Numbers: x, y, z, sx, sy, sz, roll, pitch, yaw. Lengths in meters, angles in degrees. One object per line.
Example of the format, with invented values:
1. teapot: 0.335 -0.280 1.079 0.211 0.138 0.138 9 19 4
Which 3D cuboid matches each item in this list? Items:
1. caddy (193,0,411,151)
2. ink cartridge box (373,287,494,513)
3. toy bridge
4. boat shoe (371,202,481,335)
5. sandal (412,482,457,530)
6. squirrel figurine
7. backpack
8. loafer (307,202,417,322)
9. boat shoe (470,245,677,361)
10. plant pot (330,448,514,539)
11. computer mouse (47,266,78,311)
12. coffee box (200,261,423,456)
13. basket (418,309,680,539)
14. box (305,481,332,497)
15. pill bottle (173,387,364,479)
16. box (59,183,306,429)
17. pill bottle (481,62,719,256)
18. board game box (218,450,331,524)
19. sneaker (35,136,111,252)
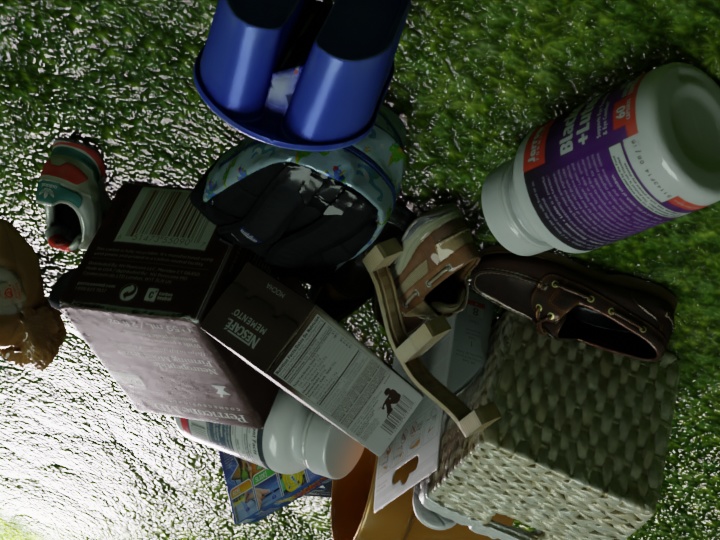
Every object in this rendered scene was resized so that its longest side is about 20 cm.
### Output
1. caddy: -0.043 -0.168 1.005 0.141 0.200 0.105 20 130 0
2. ink cartridge box: 0.075 0.136 1.358 0.050 0.201 0.162 16 149 -17
3. toy bridge: 0.056 0.065 1.241 0.200 0.027 0.067 59 144 13
4. boat shoe: 0.065 0.017 1.290 0.072 0.076 0.200 53 154 19
5. sandal: 0.098 0.191 1.419 0.079 0.207 0.059 27 144 3
6. squirrel figurine: -0.451 0.049 1.604 0.200 0.142 0.186 44 148 -26
7. backpack: -0.042 -0.079 1.191 0.163 0.154 0.200 34 167 -10
8. loafer: 0.000 0.000 1.324 0.073 0.072 0.200 27 146 -5
9. boat shoe: 0.196 0.032 1.261 0.199 0.070 0.070 14 148 15
10. plant pot: 0.079 0.236 1.531 0.183 0.201 0.200 11 149 -13
11. computer mouse: -0.293 0.023 1.505 0.138 0.053 0.200 18 180 0
12. coffee box: -0.044 0.087 1.287 0.113 0.080 0.200 31 172 45
13. basket: 0.191 0.162 1.333 0.198 0.200 0.161 24 145 -4
14. box: -0.081 0.236 1.737 0.199 0.046 0.159 -1 141 32
15. pill bottle: -0.096 0.158 1.479 0.199 0.120 0.120 15 148 29
16. box: -0.174 0.036 1.393 0.165 0.165 0.200 5 144 24
17. pill bottle: 0.193 -0.078 1.064 0.111 0.112 0.200 37 144 -23
18. board game box: -0.099 0.209 1.600 0.034 0.136 0.200 3 153 -40
19. sneaker: -0.297 -0.045 1.411 0.070 0.094 0.200 12 146 15
